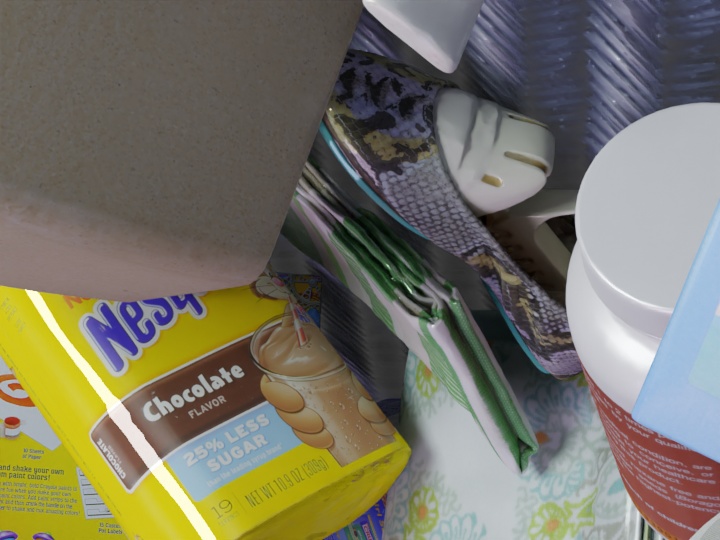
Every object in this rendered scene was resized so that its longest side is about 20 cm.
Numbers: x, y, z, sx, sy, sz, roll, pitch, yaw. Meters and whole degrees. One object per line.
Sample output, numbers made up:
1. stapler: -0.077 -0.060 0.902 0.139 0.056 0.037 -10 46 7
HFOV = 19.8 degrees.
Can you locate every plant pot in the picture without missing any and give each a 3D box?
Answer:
1. plant pot: -0.115 -0.087 0.783 0.177 0.200 0.200 26 164 -25

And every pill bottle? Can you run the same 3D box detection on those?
1. pill bottle: 0.138 0.027 0.779 0.112 0.112 0.200 21 159 26

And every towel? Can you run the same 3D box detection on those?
1. towel: 0.082 0.107 0.976 0.048 0.172 0.200 14 174 -37
2. towel: 0.000 0.000 0.951 0.200 0.023 0.153 43 171 37

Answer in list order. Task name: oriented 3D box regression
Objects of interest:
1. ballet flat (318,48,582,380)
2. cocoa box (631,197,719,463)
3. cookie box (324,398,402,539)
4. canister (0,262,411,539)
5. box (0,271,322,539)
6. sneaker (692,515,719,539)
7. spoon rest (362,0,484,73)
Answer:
1. ballet flat: 0.061 -0.030 0.850 0.072 0.072 0.200 8 151 47
2. cocoa box: 0.197 0.006 0.544 0.200 0.131 0.134 26 121 13
3. cookie box: 0.061 0.160 1.161 0.200 0.075 0.172 -6 103 60
4. canister: -0.087 0.049 1.011 0.200 0.148 0.087 52 141 17
5. box: -0.134 0.097 1.128 0.200 0.193 0.122 7 165 -14
6. sneaker: 0.188 0.050 0.686 0.076 0.200 0.115 -116 3 -48
7. spoon rest: 0.079 -0.122 0.610 0.099 0.061 0.200 37 146 -22
